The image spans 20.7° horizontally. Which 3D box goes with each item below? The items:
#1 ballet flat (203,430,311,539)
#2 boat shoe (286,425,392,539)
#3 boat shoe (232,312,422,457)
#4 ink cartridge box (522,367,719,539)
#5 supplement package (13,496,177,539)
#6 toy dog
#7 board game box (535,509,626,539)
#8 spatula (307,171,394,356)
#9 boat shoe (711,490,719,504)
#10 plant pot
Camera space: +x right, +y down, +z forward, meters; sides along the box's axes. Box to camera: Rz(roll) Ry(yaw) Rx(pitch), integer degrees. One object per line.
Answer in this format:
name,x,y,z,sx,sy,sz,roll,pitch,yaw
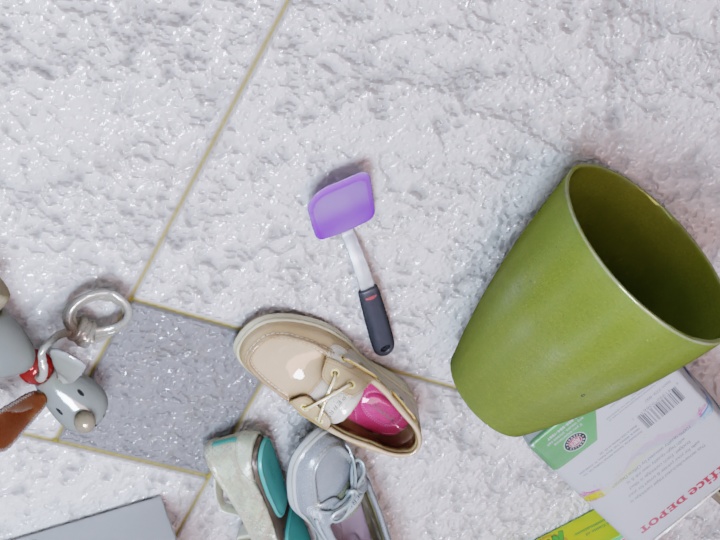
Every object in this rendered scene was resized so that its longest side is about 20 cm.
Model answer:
ballet flat,-0.088,0.216,1.737,0.062,0.068,0.200,-5,126,17
boat shoe,-0.010,0.215,1.738,0.074,0.065,0.202,-44,138,-30
boat shoe,-0.019,0.100,1.667,0.200,0.069,0.074,28,109,-34
ink cartridge box,0.245,0.142,1.790,0.145,0.088,0.200,-40,126,9
supplement package,-0.242,0.296,1.685,0.199,0.117,0.118,-15,127,-10
toy dog,-0.269,0.075,1.524,0.200,0.096,0.132,16,116,-30
board game box,0.187,0.308,1.906,0.200,0.048,0.102,-27,129,-3
spatula,0.000,0.000,1.637,0.056,0.021,0.200,-23,129,-8
boat shoe,0.394,0.213,1.916,0.200,0.072,0.068,28,106,-44
plant pot,0.175,0.046,1.655,0.187,0.187,0.200,25,125,-33
